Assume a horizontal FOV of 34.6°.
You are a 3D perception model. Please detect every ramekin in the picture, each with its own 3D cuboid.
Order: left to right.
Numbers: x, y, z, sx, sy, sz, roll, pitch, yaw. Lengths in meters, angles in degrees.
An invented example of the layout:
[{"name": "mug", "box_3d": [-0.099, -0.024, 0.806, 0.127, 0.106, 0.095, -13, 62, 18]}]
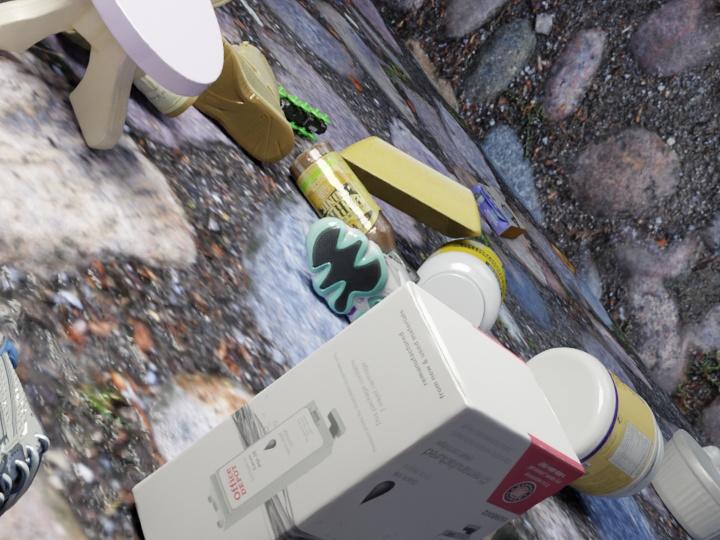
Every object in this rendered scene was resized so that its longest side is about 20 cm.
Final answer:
[{"name": "ramekin", "box_3d": [0.584, 0.384, 2.010, 0.202, 0.094, 0.203, 46, 14, -15]}]

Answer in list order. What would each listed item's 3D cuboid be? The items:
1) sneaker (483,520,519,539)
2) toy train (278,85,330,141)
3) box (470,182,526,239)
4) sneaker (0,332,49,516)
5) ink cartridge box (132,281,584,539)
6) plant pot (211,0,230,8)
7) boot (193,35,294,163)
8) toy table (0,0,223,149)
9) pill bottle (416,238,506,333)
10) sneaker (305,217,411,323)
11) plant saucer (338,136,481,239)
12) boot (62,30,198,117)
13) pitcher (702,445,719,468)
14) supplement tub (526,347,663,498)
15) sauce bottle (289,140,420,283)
[{"name": "sneaker", "box_3d": [0.059, 0.223, 0.834, 0.199, 0.076, 0.116, 23, 34, -42]}, {"name": "toy train", "box_3d": [-0.101, -0.217, 1.505, 0.056, 0.042, 0.200, 45, 10, 23]}, {"name": "box", "box_3d": [0.300, -0.130, 2.551, 0.119, 0.041, 0.200, 54, 17, 13]}, {"name": "sneaker", "box_3d": [-0.164, 0.077, 0.476, 0.085, 0.077, 0.201, 45, 15, -38]}, {"name": "ink cartridge box", "box_3d": [-0.001, 0.115, 0.631, 0.146, 0.199, 0.083, 33, 26, -50]}, {"name": "plant pot", "box_3d": [-0.228, -0.462, 1.476, 0.173, 0.201, 0.200, 39, 8, 26]}, {"name": "boot", "box_3d": [-0.152, -0.227, 1.292, 0.200, 0.073, 0.156, 45, 15, -28]}, {"name": "toy table", "box_3d": [-0.202, -0.201, 0.913, 0.183, 0.117, 0.202, 17, 48, -51]}, {"name": "pill bottle", "box_3d": [0.119, 0.028, 1.413, 0.112, 0.112, 0.200, 50, 14, -1]}, {"name": "sneaker", "box_3d": [0.000, 0.000, 1.207, 0.201, 0.077, 0.140, 54, 9, -31]}, {"name": "plant saucer", "box_3d": [0.059, -0.110, 1.471, 0.199, 0.049, 0.200, 28, -3, -6]}, {"name": "boot", "box_3d": [-0.233, -0.253, 1.105, 0.154, 0.072, 0.201, 34, 27, -47]}, {"name": "pitcher", "box_3d": [0.752, 0.465, 2.327, 0.173, 0.120, 0.200, 63, -1, -15]}, {"name": "supplement tub", "box_3d": [0.281, 0.195, 1.429, 0.200, 0.145, 0.146, 36, 20, -46]}, {"name": "sauce bottle", "box_3d": [-0.003, -0.058, 1.345, 0.201, 0.065, 0.065, 52, 14, 10]}]
